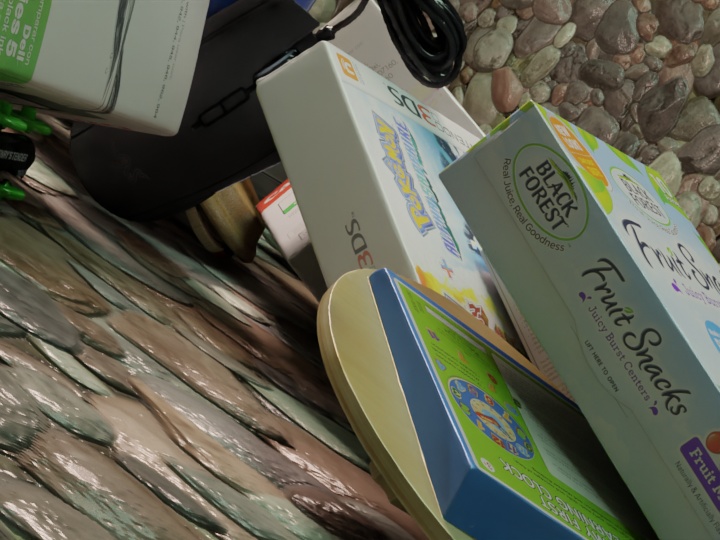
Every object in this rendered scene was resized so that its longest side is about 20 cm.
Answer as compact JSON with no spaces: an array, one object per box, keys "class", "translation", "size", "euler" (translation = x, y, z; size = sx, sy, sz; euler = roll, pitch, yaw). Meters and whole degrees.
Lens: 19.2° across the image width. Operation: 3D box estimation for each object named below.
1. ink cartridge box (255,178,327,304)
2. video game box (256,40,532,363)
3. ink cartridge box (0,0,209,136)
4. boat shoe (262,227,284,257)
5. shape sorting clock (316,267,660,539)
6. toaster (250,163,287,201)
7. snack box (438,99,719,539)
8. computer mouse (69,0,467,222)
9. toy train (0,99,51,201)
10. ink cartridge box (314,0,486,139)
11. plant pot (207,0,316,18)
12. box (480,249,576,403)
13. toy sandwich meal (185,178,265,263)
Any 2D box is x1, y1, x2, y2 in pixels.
[{"class":"ink cartridge box","translation":[0.000,0.000,1.076],"size":[0.109,0.050,0.200],"euler":[51,0,-16]},{"class":"video game box","translation":[0.046,0.015,0.936],"size":[0.182,0.047,0.201],"euler":[22,41,-54]},{"class":"ink cartridge box","translation":[-0.165,-0.118,0.875],"size":[0.145,0.085,0.200],"euler":[12,-1,18]},{"class":"boat shoe","translation":[0.016,0.006,1.228],"size":[0.062,0.072,0.199],"euler":[12,9,-47]},{"class":"shape sorting clock","translation":[0.058,0.078,0.759],"size":[0.200,0.039,0.200],"euler":[41,15,-13]},{"class":"toaster","translation":[-0.066,-0.108,1.457],"size":[0.129,0.114,0.200],"euler":[31,7,-5]},{"class":"snack box","translation":[0.123,0.040,0.813],"size":[0.201,0.053,0.142],"euler":[60,17,23]},{"class":"computer mouse","translation":[-0.064,-0.108,0.969],"size":[0.141,0.199,0.046],"euler":[62,16,-13]},{"class":"toy train","translation":[-0.167,-0.053,0.774],"size":[0.056,0.042,0.200],"euler":[24,4,9]},{"class":"ink cartridge box","translation":[0.023,-0.068,1.138],"size":[0.200,0.068,0.115],"euler":[51,-1,19]},{"class":"plant pot","translation":[-0.118,-0.204,1.276],"size":[0.180,0.200,0.200],"euler":[41,-37,-16]},{"class":"box","translation":[0.131,0.080,0.920],"size":[0.144,0.036,0.201],"euler":[25,38,-58]},{"class":"toy sandwich meal","translation":[-0.120,-0.083,1.115],"size":[0.206,0.070,0.205],"euler":[62,3,-5]}]
